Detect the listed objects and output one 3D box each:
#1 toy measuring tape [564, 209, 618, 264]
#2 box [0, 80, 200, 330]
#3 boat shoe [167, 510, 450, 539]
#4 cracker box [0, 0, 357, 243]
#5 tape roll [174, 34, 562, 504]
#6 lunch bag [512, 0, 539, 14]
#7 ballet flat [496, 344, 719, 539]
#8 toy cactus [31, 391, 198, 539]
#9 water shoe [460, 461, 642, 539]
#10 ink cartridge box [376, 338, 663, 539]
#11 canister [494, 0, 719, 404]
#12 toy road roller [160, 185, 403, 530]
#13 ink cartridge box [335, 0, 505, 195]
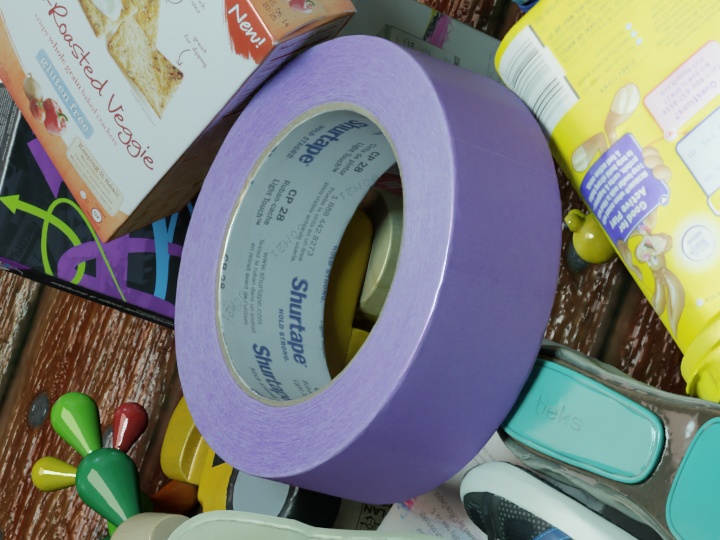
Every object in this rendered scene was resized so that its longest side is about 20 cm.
[{"bbox_3d":[0.146,-0.095,1.388,0.074,0.073,0.201,44,110,50],"label":"toy measuring tape"},{"bbox_3d":[-0.114,-0.050,1.584,0.036,0.199,0.144,2,76,47],"label":"box"},{"bbox_3d":[0.004,0.163,1.337,0.198,0.066,0.075,7,53,24],"label":"boat shoe"},{"bbox_3d":[-0.099,-0.120,1.418,0.134,0.058,0.200,57,140,10],"label":"cracker box"},{"bbox_3d":[0.000,0.000,1.321,0.200,0.065,0.201,-26,56,46],"label":"tape roll"},{"bbox_3d":[0.126,-0.221,1.402,0.200,0.082,0.161,-57,10,-21],"label":"lunch bag"},{"bbox_3d":[0.141,0.085,1.243,0.200,0.064,0.068,28,95,40],"label":"ballet flat"},{"bbox_3d":[-0.112,0.157,1.555,0.165,0.102,0.201,151,116,-66],"label":"toy cactus"},{"bbox_3d":[0.094,0.144,1.236,0.200,0.071,0.079,29,85,51],"label":"water shoe"},{"bbox_3d":[0.066,0.144,1.381,0.201,0.067,0.116,-58,40,14],"label":"ink cartridge box"},{"bbox_3d":[0.163,-0.055,1.287,0.148,0.086,0.200,-41,63,19],"label":"canister"},{"bbox_3d":[-0.020,0.061,1.479,0.146,0.123,0.201,6,79,51],"label":"toy road roller"},{"bbox_3d":[-0.014,-0.099,1.483,0.116,0.199,0.068,-5,69,50],"label":"ink cartridge box"}]
